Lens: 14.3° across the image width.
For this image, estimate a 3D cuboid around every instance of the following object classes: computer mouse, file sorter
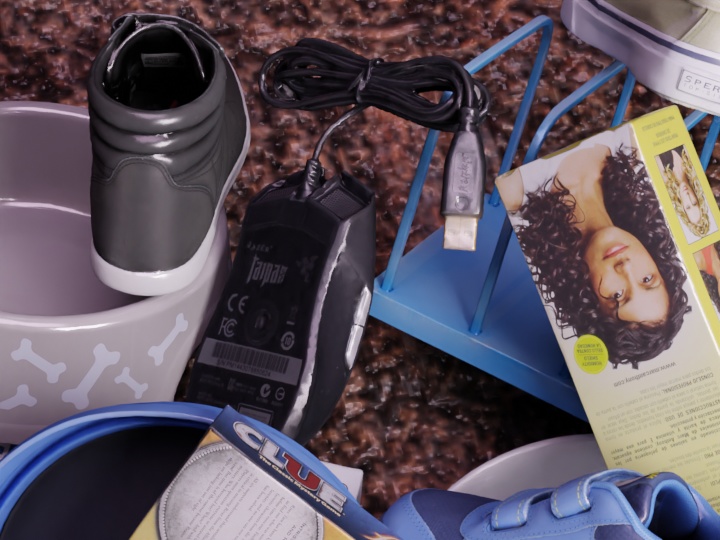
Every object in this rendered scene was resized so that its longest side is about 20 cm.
[{"bbox_3d":[0.000,0.000,1.246,0.140,0.046,0.201,4,77,42],"label":"computer mouse"},{"bbox_3d":[0.128,-0.014,1.299,0.199,0.123,0.139,25,28,17],"label":"file sorter"}]

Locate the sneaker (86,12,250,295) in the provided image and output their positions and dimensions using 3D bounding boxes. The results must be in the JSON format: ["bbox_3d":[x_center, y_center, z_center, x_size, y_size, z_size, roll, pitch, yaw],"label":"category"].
[{"bbox_3d":[-0.083,-0.084,1.299,0.070,0.100,0.200,7,35,-1],"label":"sneaker"}]

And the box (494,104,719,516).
[{"bbox_3d":[0.130,0.039,1.196,0.050,0.075,0.201,-22,89,-56],"label":"box"}]

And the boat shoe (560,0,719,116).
[{"bbox_3d":[0.142,-0.116,1.276,0.072,0.062,0.200,17,12,-16],"label":"boat shoe"}]

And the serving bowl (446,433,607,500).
[{"bbox_3d":[0.107,0.172,1.246,0.199,0.066,0.201,1,57,-2],"label":"serving bowl"}]

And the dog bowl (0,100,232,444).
[{"bbox_3d":[-0.150,-0.007,1.312,0.199,0.059,0.201,7,36,-5],"label":"dog bowl"}]

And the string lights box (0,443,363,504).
[{"bbox_3d":[-0.107,0.120,1.271,0.199,0.059,0.103,13,57,5],"label":"string lights box"}]

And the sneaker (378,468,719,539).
[{"bbox_3d":[0.096,0.113,1.167,0.199,0.083,0.074,15,18,34],"label":"sneaker"}]

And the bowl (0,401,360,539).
[{"bbox_3d":[-0.078,0.149,1.194,0.199,0.202,0.039,14,15,6],"label":"bowl"}]

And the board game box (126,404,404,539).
[{"bbox_3d":[-0.060,0.174,1.158,0.135,0.200,0.035,37,17,0],"label":"board game box"}]
